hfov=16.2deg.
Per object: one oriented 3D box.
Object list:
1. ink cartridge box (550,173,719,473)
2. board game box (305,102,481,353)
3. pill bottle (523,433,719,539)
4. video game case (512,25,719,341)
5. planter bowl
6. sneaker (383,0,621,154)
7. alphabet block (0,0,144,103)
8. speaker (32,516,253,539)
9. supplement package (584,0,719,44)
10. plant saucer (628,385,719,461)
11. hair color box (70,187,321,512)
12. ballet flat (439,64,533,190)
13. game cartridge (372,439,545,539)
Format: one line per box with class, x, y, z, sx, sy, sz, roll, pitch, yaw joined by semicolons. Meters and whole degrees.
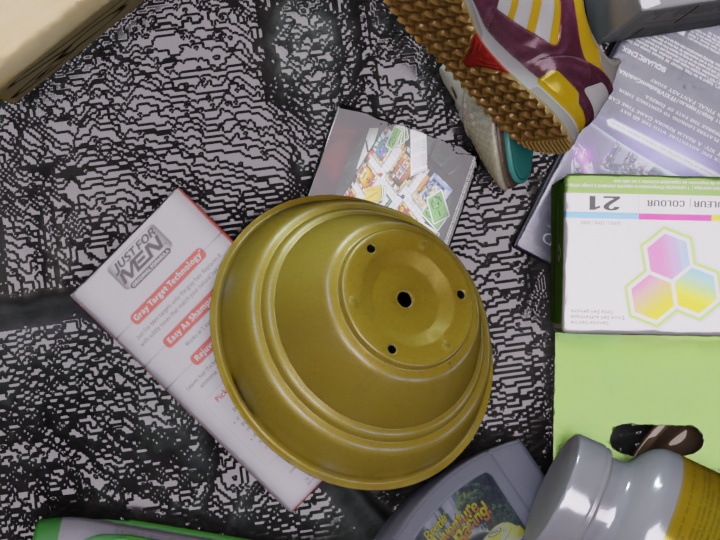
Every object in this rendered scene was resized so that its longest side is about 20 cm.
ink cartridge box;0.200;0.040;1.646;0.147;0.076;0.201;1;88;-1
board game box;0.000;0.000;1.682;0.105;0.023;0.201;20;91;-5
pill bottle;0.212;0.183;1.628;0.200;0.112;0.112;26;90;-6
video game case;0.209;-0.073;1.695;0.143;0.019;0.200;27;91;-4
planter bowl;0.013;0.030;1.586;0.200;0.083;0.201;11;64;-23
sneaker;0.086;-0.170;1.596;0.200;0.075;0.090;50;60;-25
alphabet block;-0.207;-0.241;1.577;0.200;0.195;0.197;-38;92;-3
speaker;-0.119;0.214;1.651;0.199;0.088;0.089;10;91;-4
supplement package;0.246;-0.241;1.615;0.199;0.151;0.152;-9;88;-7
plant saucer;0.266;0.173;1.702;0.199;0.029;0.201;0;91;-4
hair color box;-0.082;0.050;1.639;0.102;0.061;0.200;-44;94;-1
ballet flat;0.081;-0.152;1.672;0.062;0.067;0.201;0;88;24
game cartridge;0.075;0.197;1.624;0.133;0.200;0.041;53;133;-2
